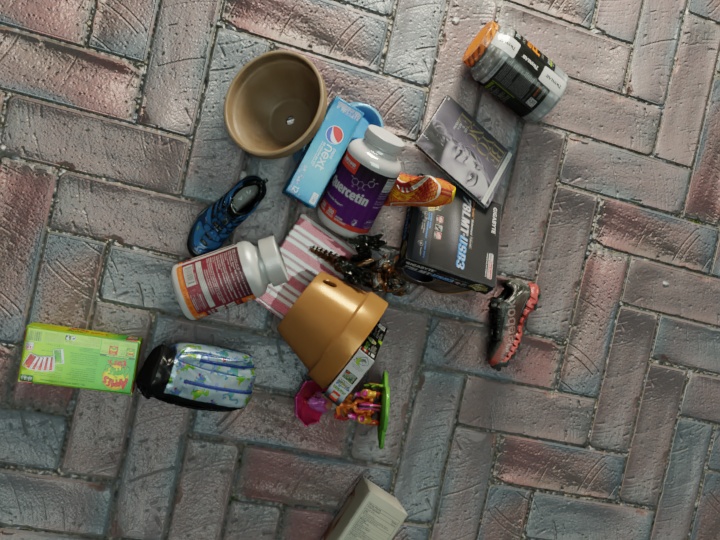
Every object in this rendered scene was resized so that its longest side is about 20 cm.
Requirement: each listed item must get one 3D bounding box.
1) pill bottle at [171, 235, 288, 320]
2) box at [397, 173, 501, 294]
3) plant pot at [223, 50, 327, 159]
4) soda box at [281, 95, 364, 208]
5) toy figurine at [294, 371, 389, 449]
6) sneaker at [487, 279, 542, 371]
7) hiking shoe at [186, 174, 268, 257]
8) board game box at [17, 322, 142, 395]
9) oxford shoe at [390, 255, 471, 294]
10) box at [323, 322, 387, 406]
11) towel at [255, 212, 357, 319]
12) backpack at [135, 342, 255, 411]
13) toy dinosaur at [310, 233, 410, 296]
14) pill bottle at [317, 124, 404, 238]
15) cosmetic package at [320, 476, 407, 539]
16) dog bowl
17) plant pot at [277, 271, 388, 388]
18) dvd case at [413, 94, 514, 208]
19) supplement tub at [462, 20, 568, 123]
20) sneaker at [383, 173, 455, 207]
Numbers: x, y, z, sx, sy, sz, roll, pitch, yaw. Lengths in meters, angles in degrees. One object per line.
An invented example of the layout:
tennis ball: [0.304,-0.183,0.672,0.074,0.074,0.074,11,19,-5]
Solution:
pill bottle: [-0.241,0.010,1.240,0.198,0.110,0.111,-19,98,-2]
box: [0.185,-0.074,1.339,0.196,0.050,0.202,18,63,-12]
plant pot: [-0.148,-0.297,1.244,0.198,0.093,0.204,-3,79,15]
soda box: [-0.071,-0.220,1.248,0.064,0.068,0.202,29,87,-14]
toy figurine: [-0.040,0.265,1.292,0.181,0.200,0.152,4,78,-1]
sneaker: [0.304,0.108,1.408,0.097,0.071,0.202,25,86,-14]
hiking shoe: [-0.256,-0.106,1.252,0.074,0.087,0.201,41,84,-12]
board game box: [-0.515,0.163,1.230,0.197,0.048,0.103,10,92,-13]
oxford shoe: [0.163,0.013,1.366,0.197,0.073,0.072,7,92,-14]
box: [-0.005,0.166,1.236,0.035,0.200,0.110,38,104,0]
towel: [-0.113,0.005,1.327,0.146,0.030,0.201,35,83,-13]
backpack: [-0.293,0.197,1.234,0.199,0.163,0.155,31,72,-20]
toy dinosaur: [0.000,0.000,1.283,0.197,0.136,0.103,1,72,-1]
pill bottle: [0.004,-0.168,1.263,0.111,0.113,0.201,22,115,-13]
cosmetic package: [-0.006,0.542,1.355,0.103,0.087,0.201,37,86,-12]
dog bowl: [-0.038,-0.255,1.313,0.199,0.050,0.112,-35,101,-8]
plant pot: [-0.062,0.098,1.239,0.140,0.200,0.201,38,85,-1]
dvd case: [0.217,-0.245,1.366,0.199,0.016,0.149,39,64,-13]
supplement tub: [0.312,-0.404,1.348,0.199,0.122,0.123,34,86,-14]
sneaker: [0.099,-0.150,1.289,0.077,0.199,0.074,11,96,-41]
